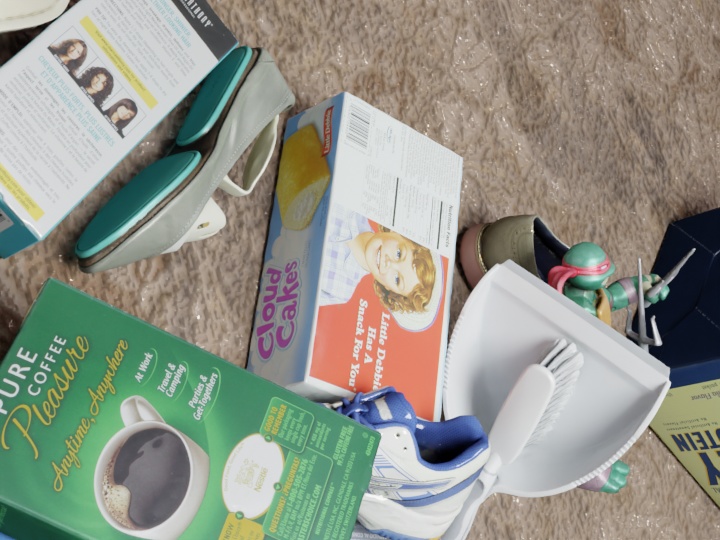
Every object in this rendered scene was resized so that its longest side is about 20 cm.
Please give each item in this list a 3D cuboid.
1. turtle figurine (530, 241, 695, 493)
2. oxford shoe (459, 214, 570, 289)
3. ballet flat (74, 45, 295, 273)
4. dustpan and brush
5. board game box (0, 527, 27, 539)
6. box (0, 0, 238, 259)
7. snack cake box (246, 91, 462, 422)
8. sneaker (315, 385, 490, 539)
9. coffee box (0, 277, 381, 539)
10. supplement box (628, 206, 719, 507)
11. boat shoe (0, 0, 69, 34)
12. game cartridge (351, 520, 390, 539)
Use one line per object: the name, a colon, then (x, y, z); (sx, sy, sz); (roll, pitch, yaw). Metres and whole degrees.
turtle figurine: (0.170, 0.049, 0.856); (0.150, 0.099, 0.202); (-52, 148, -50)
oxford shoe: (0.160, 0.036, 0.931); (0.200, 0.073, 0.071); (43, 50, -25)
ballet flat: (-0.096, -0.057, 0.740); (0.064, 0.067, 0.201); (52, 50, -28)
dustpan and brush: (0.096, 0.114, 0.799); (0.139, 0.202, 0.057); (35, 33, 18)
board game box: (-0.175, 0.185, 0.578); (0.156, 0.039, 0.202); (13, 55, -18)
box: (-0.160, -0.104, 0.705); (0.083, 0.049, 0.201); (51, 50, -18)
snack cake box: (0.000, 0.000, 0.805); (0.114, 0.067, 0.203); (25, 62, -36)
sneaker: (-0.013, 0.098, 0.715); (0.198, 0.089, 0.076); (17, 30, -32)
coffee box: (-0.097, 0.099, 0.615); (0.198, 0.044, 0.124); (25, 54, -8)
supplement box: (0.350, 0.077, 1.048); (0.200, 0.134, 0.201); (46, 52, -21)
boat shoe: (-0.250, -0.147, 0.632); (0.199, 0.059, 0.073); (-17, 104, -42)
game cartridge: (-0.041, 0.196, 0.732); (0.198, 0.040, 0.135); (15, 64, -38)
